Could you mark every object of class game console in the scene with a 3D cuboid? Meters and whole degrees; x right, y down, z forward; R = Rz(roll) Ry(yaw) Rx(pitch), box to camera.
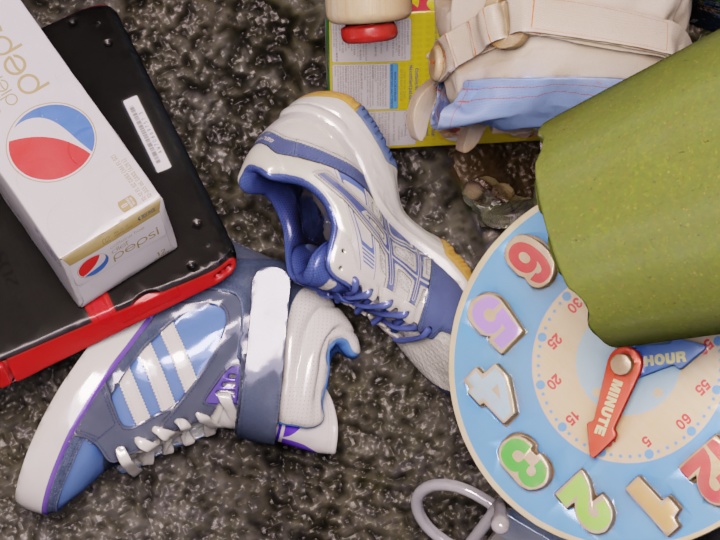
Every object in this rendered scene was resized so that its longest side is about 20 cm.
[{"bbox_3d":[-0.186,-0.043,1.455,0.177,0.031,0.200,-24,65,-8],"label":"game console"}]

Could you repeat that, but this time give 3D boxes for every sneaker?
[{"bbox_3d":[-0.089,0.084,1.451,0.146,0.081,0.200,32,80,6],"label":"sneaker"},{"bbox_3d":[0.000,0.000,1.441,0.088,0.075,0.200,-41,100,-38],"label":"sneaker"}]

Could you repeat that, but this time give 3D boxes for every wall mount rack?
[{"bbox_3d":[0.112,0.183,1.407,0.200,0.174,0.075,30,54,1],"label":"wall mount rack"}]

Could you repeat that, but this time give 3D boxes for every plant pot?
[{"bbox_3d":[0.193,-0.045,1.256,0.190,0.200,0.200,-17,86,20],"label":"plant pot"}]

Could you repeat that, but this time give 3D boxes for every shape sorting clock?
[{"bbox_3d":[0.143,0.049,1.351,0.200,0.039,0.200,-1,87,15],"label":"shape sorting clock"}]

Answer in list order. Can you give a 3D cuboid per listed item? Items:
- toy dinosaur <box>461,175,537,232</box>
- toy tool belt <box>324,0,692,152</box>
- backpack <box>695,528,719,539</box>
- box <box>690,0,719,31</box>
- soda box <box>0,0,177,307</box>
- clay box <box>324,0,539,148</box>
[{"bbox_3d":[0.151,-0.054,1.450,0.088,0.200,0.048,-35,106,-40],"label":"toy dinosaur"},{"bbox_3d":[0.082,-0.106,1.348,0.200,0.125,0.123,-4,99,-1],"label":"toy tool belt"},{"bbox_3d":[0.235,0.057,1.424,0.183,0.147,0.200,-11,84,11],"label":"backpack"},{"bbox_3d":[0.226,-0.218,1.424,0.038,0.200,0.137,19,85,-4],"label":"box"},{"bbox_3d":[-0.185,-0.081,1.421,0.068,0.064,0.200,-32,66,-11],"label":"soda box"},{"bbox_3d":[0.080,-0.126,1.456,0.200,0.115,0.048,-4,51,-3],"label":"clay box"}]
